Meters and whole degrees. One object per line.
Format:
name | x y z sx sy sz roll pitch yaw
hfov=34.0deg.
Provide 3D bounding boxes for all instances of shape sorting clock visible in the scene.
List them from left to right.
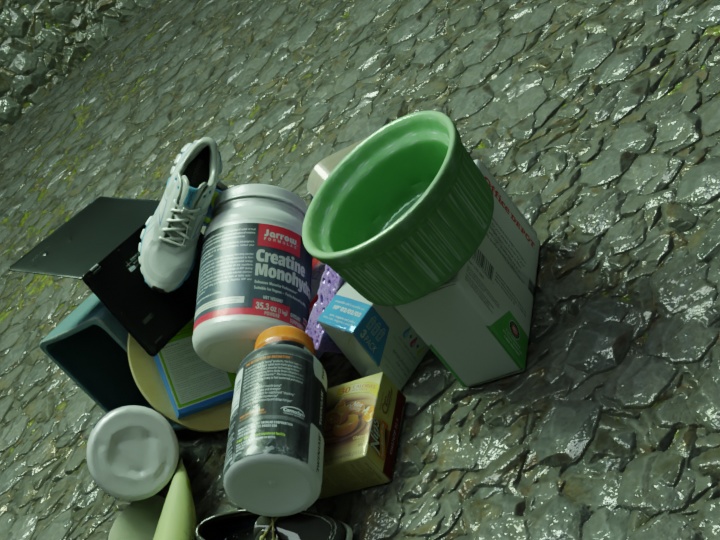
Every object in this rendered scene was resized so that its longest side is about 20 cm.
shape sorting clock | -0.202 0.107 1.498 0.039 0.199 0.202 -31 26 53

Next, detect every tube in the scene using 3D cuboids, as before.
tube | -0.207 0.291 1.336 0.058 0.052 0.200 -55 11 13

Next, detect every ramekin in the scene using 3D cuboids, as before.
ramekin | 0.044 -0.060 1.227 0.199 0.098 0.201 -32 31 21

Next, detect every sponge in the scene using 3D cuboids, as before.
sponge | 0.000 0.000 1.399 0.030 0.111 0.203 21 97 34

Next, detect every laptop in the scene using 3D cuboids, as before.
laptop | -0.299 0.001 1.497 0.116 0.201 0.187 -34 10 44

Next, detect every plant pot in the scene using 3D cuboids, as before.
plant pot | -0.275 0.082 1.603 0.195 0.197 0.201 -21 27 50

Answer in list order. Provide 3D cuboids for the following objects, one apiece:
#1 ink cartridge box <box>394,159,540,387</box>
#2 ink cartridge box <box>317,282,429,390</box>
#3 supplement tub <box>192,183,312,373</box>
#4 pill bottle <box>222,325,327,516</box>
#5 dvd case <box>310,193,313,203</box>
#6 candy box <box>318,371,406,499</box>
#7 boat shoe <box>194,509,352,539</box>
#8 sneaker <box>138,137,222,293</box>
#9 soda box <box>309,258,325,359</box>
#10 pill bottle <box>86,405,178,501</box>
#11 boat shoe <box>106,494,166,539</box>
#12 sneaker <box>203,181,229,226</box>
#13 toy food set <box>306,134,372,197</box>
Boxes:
ink cartridge box | 0.124 0.002 1.301 0.083 0.146 0.202 -21 35 32
ink cartridge box | 0.053 0.023 1.378 0.067 0.116 0.201 14 61 46
supplement tub | -0.128 0.013 1.436 0.139 0.140 0.203 -18 58 35
pill bottle | -0.088 0.154 1.276 0.105 0.106 0.202 -26 37 24
dvd case | 0.031 -0.082 1.544 0.196 0.018 0.144 -4 38 3
candy box | -0.049 0.198 1.336 0.198 0.055 0.116 -21 37 32
boat shoe | -0.098 0.290 1.268 0.199 0.061 0.072 -16 40 38
sneaker | -0.218 -0.073 1.429 0.087 0.074 0.203 151 134 -74
soda box | -0.046 0.031 1.542 0.070 0.064 0.201 6 55 52
pill bottle | -0.288 0.226 1.476 0.111 0.111 0.200 -49 5 -13
boat shoe | -0.278 0.353 1.397 0.201 0.070 0.063 -68 0 -51
sneaker | -0.174 -0.082 1.571 0.071 0.199 0.083 -47 49 12
toy food set | 0.050 -0.112 1.528 0.198 0.061 0.144 -29 54 -22
